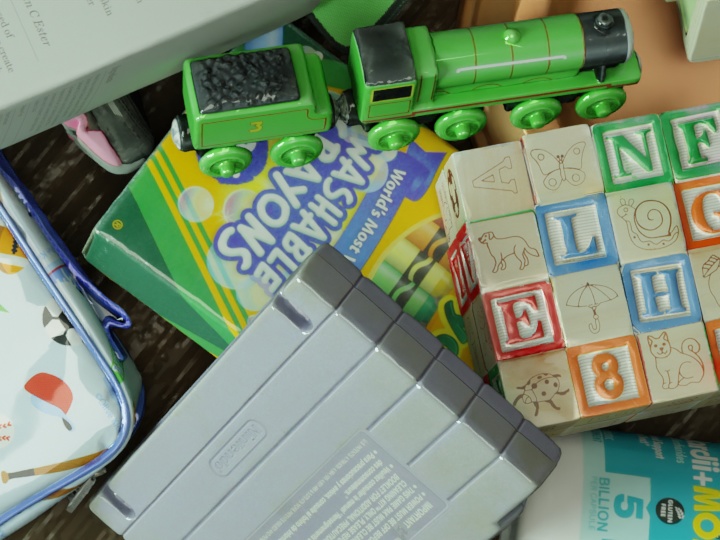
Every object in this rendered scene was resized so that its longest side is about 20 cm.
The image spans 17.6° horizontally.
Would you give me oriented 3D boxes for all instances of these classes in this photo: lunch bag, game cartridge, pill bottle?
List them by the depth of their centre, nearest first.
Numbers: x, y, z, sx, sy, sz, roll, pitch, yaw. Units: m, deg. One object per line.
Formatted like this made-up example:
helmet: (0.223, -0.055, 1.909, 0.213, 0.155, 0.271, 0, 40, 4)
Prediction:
game cartridge: (-0.018, 0.086, 0.946, 0.129, 0.038, 0.200, 38, 136, -5)
pill bottle: (0.160, 0.130, 0.985, 0.199, 0.111, 0.111, 7, 95, -1)
lunch bag: (-0.188, 0.028, 0.997, 0.160, 0.076, 0.200, -33, 93, 0)

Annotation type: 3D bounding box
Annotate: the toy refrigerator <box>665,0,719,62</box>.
toy refrigerator: (0.146, -0.194, 0.946, 0.070, 0.076, 0.201, -9, 77, 0)

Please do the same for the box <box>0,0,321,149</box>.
box: (-0.121, -0.129, 0.903, 0.199, 0.097, 0.125, -24, 88, -15)

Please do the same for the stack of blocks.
stack of blocks: (0.141, -0.005, 0.946, 0.199, 0.059, 0.116, -10, 80, -7)

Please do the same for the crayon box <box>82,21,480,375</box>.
crayon box: (0.000, 0.000, 0.984, 0.200, 0.052, 0.126, 37, 72, -3)

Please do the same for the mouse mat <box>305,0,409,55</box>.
mouse mat: (-0.022, -0.208, 0.946, 0.200, 0.008, 0.161, 52, 129, 11)

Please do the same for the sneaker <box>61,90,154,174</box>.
sneaker: (-0.118, -0.142, 0.988, 0.095, 0.079, 0.201, -22, 96, -10)

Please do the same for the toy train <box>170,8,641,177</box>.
toy train: (0.021, -0.077, 0.941, 0.199, 0.056, 0.042, -10, 64, -9)

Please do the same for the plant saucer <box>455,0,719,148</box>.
plant saucer: (0.140, -0.094, 1.004, 0.199, 0.037, 0.201, 0, 94, 0)
